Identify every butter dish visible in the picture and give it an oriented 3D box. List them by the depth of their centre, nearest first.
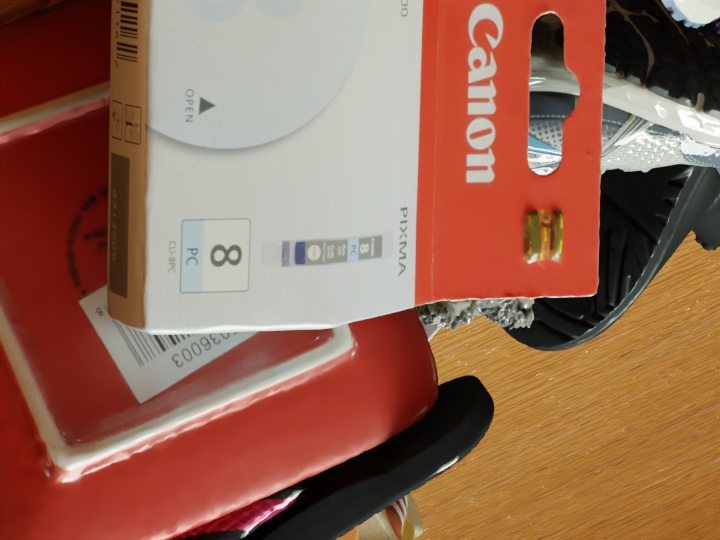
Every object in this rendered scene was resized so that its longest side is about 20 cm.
[{"bbox_3d":[-0.104,0.011,1.091,0.199,0.200,0.148,-22,174,-26],"label":"butter dish"}]

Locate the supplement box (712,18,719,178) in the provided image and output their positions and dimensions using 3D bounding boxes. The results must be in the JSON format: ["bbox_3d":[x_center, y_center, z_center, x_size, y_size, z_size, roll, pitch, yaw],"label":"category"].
[{"bbox_3d":[0.234,-0.141,1.309,0.199,0.102,0.103,-28,161,-5],"label":"supplement box"}]

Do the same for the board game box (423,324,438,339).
[{"bbox_3d":[-0.022,0.051,1.442,0.199,0.043,0.200,-39,-177,34],"label":"board game box"}]

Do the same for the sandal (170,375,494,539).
[{"bbox_3d":[-0.036,0.088,1.113,0.200,0.045,0.075,-34,-163,24],"label":"sandal"}]

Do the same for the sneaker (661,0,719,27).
[{"bbox_3d":[0.149,-0.141,1.053,0.085,0.077,0.200,-40,161,22],"label":"sneaker"}]

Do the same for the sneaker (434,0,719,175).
[{"bbox_3d":[0.070,-0.069,1.128,0.199,0.078,0.087,12,129,-16],"label":"sneaker"}]

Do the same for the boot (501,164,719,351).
[{"bbox_3d":[0.163,-0.038,1.462,0.199,0.073,0.162,-57,156,9],"label":"boot"}]

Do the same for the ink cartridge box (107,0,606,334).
[{"bbox_3d":[0.008,-0.062,1.019,0.199,0.161,0.047,-2,-172,-22],"label":"ink cartridge box"}]

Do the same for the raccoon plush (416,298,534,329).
[{"bbox_3d":[0.000,0.000,1.290,0.096,0.134,0.200,-16,159,-35],"label":"raccoon plush"}]

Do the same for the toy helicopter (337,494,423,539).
[{"bbox_3d":[0.008,0.114,1.225,0.079,0.201,0.132,-23,164,8],"label":"toy helicopter"}]
